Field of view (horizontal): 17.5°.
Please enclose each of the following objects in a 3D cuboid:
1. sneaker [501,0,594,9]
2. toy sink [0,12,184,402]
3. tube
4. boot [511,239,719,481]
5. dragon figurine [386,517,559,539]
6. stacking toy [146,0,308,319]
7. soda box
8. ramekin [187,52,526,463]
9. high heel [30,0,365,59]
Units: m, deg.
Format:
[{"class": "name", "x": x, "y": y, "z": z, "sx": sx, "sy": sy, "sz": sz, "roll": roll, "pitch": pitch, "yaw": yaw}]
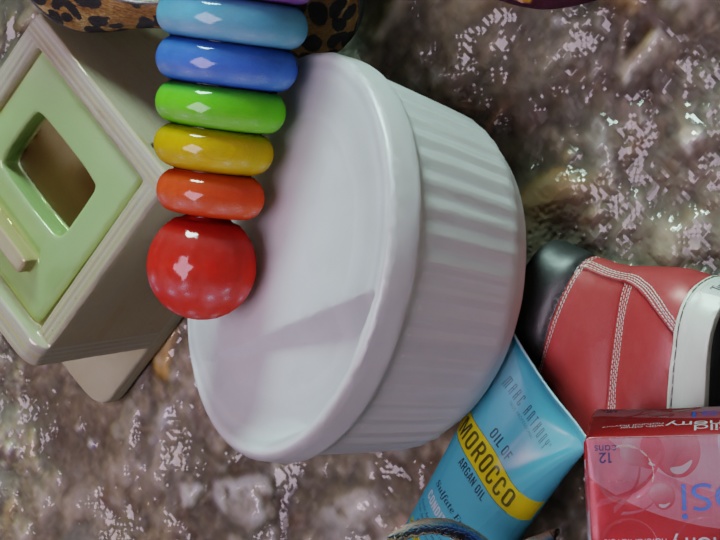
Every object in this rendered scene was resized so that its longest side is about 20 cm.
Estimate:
[{"class": "sneaker", "x": 0.042, "y": -0.171, "z": 1.149, "sx": 0.200, "sy": 0.090, "sz": 0.075, "roll": 14, "pitch": 103, "yaw": 35}, {"class": "toy sink", "x": -0.161, "y": -0.028, "z": 1.301, "sx": 0.130, "sy": 0.112, "sz": 0.200, "roll": 51, "pitch": 121, "yaw": 21}, {"class": "tube", "x": 0.056, "y": 0.122, "z": 1.170, "sx": 0.077, "sy": 0.050, "sz": 0.200, "roll": 53, "pitch": 136, "yaw": 30}, {"class": "boot", "x": 0.121, "y": 0.090, "z": 1.142, "sx": 0.144, "sy": 0.072, "sz": 0.200, "roll": 14, "pitch": 104, "yaw": 42}, {"class": "dragon figurine", "x": 0.091, "y": 0.185, "z": 1.126, "sx": 0.059, "sy": 0.200, "sz": 0.099, "roll": -28, "pitch": 48, "yaw": 15}, {"class": "stacking toy", "x": -0.069, "y": -0.075, "z": 1.142, "sx": 0.085, "sy": 0.085, "sz": 0.200, "roll": 12, "pitch": 97, "yaw": 35}, {"class": "soda box", "x": 0.201, "y": 0.096, "z": 1.030, "sx": 0.200, "sy": 0.063, "sz": 0.070, "roll": -3, "pitch": 98, "yaw": 9}, {"class": "ramekin", "x": 0.000, "y": 0.000, "z": 1.161, "sx": 0.202, "sy": 0.094, "sz": 0.202, "roll": -26, "pitch": 59, "yaw": 53}, {"class": "high heel", "x": -0.097, "y": -0.168, "z": 1.205, "sx": 0.200, "sy": 0.071, "sz": 0.143, "roll": 34, "pitch": 142, "yaw": -17}]
